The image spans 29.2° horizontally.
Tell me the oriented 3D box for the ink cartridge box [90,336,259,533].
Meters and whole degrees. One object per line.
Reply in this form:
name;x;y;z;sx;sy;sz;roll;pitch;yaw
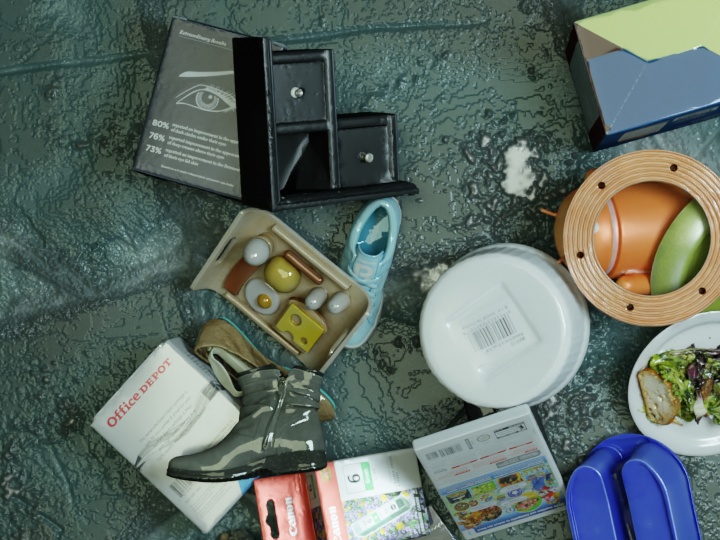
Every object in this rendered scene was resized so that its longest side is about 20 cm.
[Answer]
ink cartridge box;-0.210;0.202;1.727;0.200;0.084;0.145;43;94;3

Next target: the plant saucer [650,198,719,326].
plant saucer;0.431;-0.012;1.632;0.199;0.031;0.201;-15;124;-23

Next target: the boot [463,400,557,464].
boot;0.203;0.148;1.695;0.164;0.066;0.201;-16;82;17

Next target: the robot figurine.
robot figurine;0.319;-0.047;1.650;0.199;0.117;0.144;-4;100;-12

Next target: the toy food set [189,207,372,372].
toy food set;-0.099;0.034;1.700;0.200;0.060;0.144;40;122;4

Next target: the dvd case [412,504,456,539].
dvd case;0.050;0.411;1.736;0.200;0.016;0.149;-36;87;4

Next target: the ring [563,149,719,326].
ring;0.330;-0.037;1.570;0.200;0.019;0.201;1;96;8

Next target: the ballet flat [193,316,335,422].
ballet flat;-0.126;0.138;1.712;0.200;0.072;0.068;39;137;2

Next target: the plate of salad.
plate of salad;0.421;0.142;1.658;0.199;0.048;0.201;-2;114;-4

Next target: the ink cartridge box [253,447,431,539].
ink cartridge box;-0.022;0.286;1.681;0.199;0.050;0.109;-6;77;-20

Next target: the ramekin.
ramekin;0.164;0.068;1.626;0.200;0.098;0.201;0;91;16

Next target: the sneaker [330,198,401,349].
sneaker;0.000;0.000;1.711;0.074;0.082;0.201;12;91;6

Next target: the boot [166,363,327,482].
boot;-0.136;0.183;1.658;0.199;0.068;0.131;-7;78;3

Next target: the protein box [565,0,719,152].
protein box;0.356;-0.237;1.620;0.198;0.200;0.135;-16;88;5

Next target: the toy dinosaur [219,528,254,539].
toy dinosaur;-0.094;0.388;1.725;0.199;0.047;0.088;18;80;8

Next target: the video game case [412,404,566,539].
video game case;0.161;0.244;1.653;0.143;0.018;0.200;-19;133;10

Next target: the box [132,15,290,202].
box;-0.180;-0.197;1.717;0.148;0.104;0.201;17;91;4

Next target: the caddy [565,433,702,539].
caddy;0.331;0.299;1.670;0.141;0.105;0.201;-12;89;27

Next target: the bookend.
bookend;-0.041;-0.181;1.648;0.199;0.092;0.199;-7;101;-28
